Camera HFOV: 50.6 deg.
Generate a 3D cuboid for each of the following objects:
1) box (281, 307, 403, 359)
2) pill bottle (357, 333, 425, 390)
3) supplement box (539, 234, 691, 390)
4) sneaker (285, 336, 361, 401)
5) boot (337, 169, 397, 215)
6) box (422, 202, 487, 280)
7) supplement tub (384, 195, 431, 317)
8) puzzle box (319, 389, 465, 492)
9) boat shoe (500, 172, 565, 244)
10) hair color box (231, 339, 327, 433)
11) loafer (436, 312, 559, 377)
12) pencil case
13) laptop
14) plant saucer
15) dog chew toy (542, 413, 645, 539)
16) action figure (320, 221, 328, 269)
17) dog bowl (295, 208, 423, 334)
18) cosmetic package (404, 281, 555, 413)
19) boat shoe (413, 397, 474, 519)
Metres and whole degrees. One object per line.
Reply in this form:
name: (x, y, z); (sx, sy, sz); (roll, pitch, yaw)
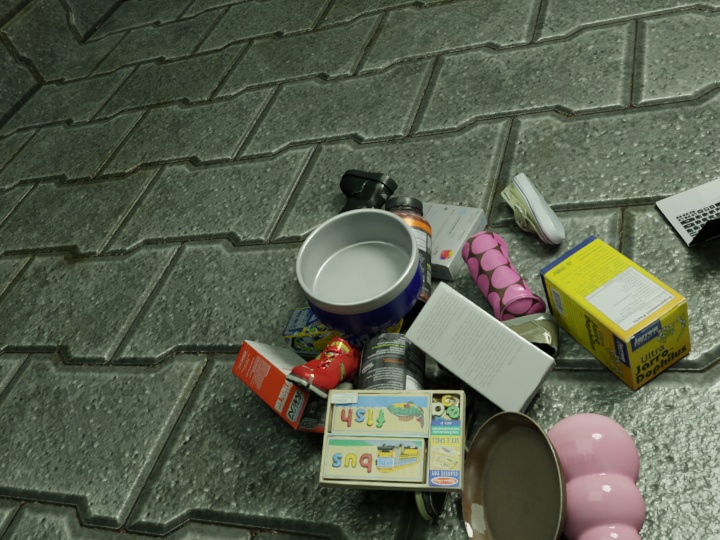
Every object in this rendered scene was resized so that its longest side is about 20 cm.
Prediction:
box: (-0.031, 0.098, 1.287); (0.198, 0.070, 0.065); (-10, 44, 35)
pill bottle: (0.044, 0.202, 1.149); (0.105, 0.107, 0.202); (-11, 41, 17)
supplement box: (0.373, 0.058, 1.128); (0.108, 0.110, 0.200); (-31, 38, -7)
sneaker: (-0.051, 0.142, 1.157); (0.076, 0.200, 0.086); (25, 96, 15)
boot: (-0.019, -0.124, 1.577); (0.164, 0.073, 0.197); (-56, 29, -12)
box: (0.121, -0.063, 1.457); (0.198, 0.041, 0.157); (9, 51, 37)
supplement tub: (0.073, -0.028, 1.344); (0.105, 0.107, 0.203); (-7, 63, 22)
puzzle box: (0.044, 0.231, 1.043); (0.196, 0.025, 0.135); (-3, 63, 15)
boat shoe: (0.313, -0.102, 1.387); (0.062, 0.072, 0.201); (-42, 31, 19)
hair color box: (-0.110, 0.189, 1.238); (0.199, 0.110, 0.065); (28, 97, 46)
loafer: (0.213, 0.122, 1.172); (0.197, 0.076, 0.070); (-19, 35, 9)
pencil case: (0.238, 0.020, 1.267); (0.091, 0.092, 0.201); (-61, 28, 29)
laptop: (0.593, -0.125, 1.207); (0.185, 0.117, 0.201); (-20, 39, 6)
plant saucer: (0.194, 0.281, 0.955); (0.032, 0.202, 0.201); (12, 30, -25)
dog chew toy: (0.287, 0.279, 0.926); (0.123, 0.125, 0.202); (-14, 48, 14)
action figure: (-0.071, -0.018, 1.424); (0.133, 0.149, 0.202); (-27, 49, 24)
dog bowl: (0.000, 0.000, 1.223); (0.197, 0.079, 0.202); (-9, 48, 10)
cosmetic package: (0.175, 0.117, 1.118); (0.199, 0.071, 0.102); (36, 91, 21)
boat shoe: (0.121, 0.254, 1.076); (0.064, 0.074, 0.202); (-10, 41, 26)
